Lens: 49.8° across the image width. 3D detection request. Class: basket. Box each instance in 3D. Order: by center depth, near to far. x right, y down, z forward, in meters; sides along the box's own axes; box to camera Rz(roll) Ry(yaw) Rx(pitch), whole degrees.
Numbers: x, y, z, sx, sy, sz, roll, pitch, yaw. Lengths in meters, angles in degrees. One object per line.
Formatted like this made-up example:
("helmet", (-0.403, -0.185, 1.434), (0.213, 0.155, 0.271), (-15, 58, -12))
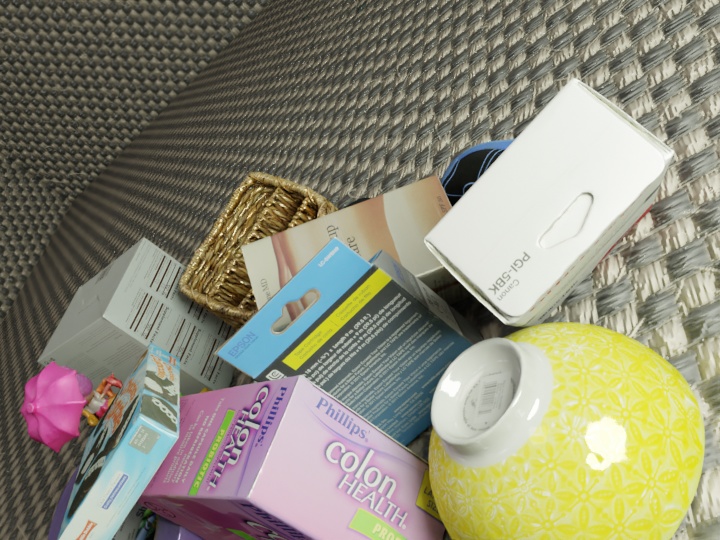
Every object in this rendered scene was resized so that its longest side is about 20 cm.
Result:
("basket", (-0.112, -0.016, 0.998), (0.143, 0.149, 0.200), (1, 56, 59))

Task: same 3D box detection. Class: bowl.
("bowl", (0.112, 0.107, 0.528), (0.200, 0.108, 0.200), (-38, 29, 25))

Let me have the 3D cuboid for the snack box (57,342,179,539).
("snack box", (-0.199, 0.143, 0.660), (0.116, 0.037, 0.200), (-57, 16, 1))

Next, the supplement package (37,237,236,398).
("supplement package", (-0.298, 0.096, 1.093), (0.191, 0.200, 0.147), (-28, 34, 38))

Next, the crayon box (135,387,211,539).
("crayon box", (-0.211, 0.234, 0.945), (0.126, 0.052, 0.200), (-45, 26, 12))

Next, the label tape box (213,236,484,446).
("label tape box", (-0.003, 0.061, 0.663), (0.144, 0.200, 0.063), (-43, 28, 15))

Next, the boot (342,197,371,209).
("boot", (-0.001, 0.004, 0.876), (0.200, 0.076, 0.168), (-55, 27, -13))

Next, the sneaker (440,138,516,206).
("sneaker", (0.145, -0.082, 0.760), (0.200, 0.070, 0.078), (-12, 39, 51))

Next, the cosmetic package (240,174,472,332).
("cosmetic package", (0.000, 0.000, 0.739), (0.200, 0.087, 0.104), (-22, 63, 0))

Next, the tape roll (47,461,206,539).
("tape roll", (-0.211, 0.260, 0.753), (0.200, 0.085, 0.200), (-19, 57, 31))

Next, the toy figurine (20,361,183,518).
("toy figurine", (-0.303, 0.167, 0.912), (0.150, 0.184, 0.200), (-47, 26, 10))

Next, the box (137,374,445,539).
("box", (-0.059, 0.179, 0.631), (0.200, 0.176, 0.097), (-18, 41, 47))

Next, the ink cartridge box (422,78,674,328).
("ink cartridge box", (0.140, -0.036, 0.570), (0.147, 0.083, 0.200), (-47, -16, 7))
